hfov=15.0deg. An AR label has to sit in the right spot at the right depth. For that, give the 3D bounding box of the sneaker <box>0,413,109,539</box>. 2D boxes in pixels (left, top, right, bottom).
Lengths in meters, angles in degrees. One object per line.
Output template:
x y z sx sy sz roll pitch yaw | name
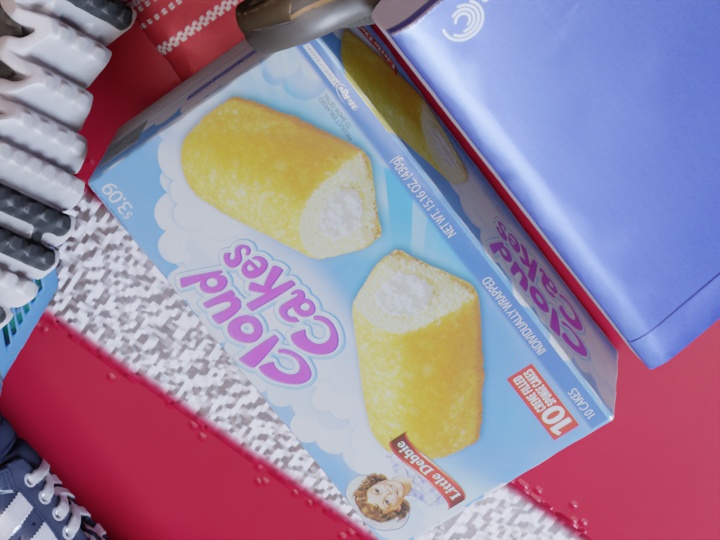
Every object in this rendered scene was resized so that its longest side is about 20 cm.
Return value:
-0.124 0.119 1.165 0.108 0.070 0.200 -11 99 7 | sneaker

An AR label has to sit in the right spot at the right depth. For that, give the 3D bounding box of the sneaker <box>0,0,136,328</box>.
-0.149 -0.061 1.063 0.081 0.075 0.200 10 74 31 | sneaker

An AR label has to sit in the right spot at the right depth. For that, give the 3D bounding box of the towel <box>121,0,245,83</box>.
-0.066 -0.184 1.079 0.145 0.022 0.200 -33 98 19 | towel

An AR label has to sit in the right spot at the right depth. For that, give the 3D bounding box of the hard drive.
0.108 -0.068 1.011 0.132 0.025 0.200 -40 127 1 | hard drive

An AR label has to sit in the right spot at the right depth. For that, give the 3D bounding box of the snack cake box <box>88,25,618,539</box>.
0.000 0.000 1.090 0.115 0.067 0.200 -34 105 19 | snack cake box

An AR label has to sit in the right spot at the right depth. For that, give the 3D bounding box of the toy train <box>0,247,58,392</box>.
-0.224 -0.005 1.115 0.200 0.114 0.087 22 150 12 | toy train

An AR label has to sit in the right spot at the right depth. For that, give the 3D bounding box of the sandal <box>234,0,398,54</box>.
0.050 -0.098 1.015 0.200 0.082 0.055 -16 92 -28 | sandal
